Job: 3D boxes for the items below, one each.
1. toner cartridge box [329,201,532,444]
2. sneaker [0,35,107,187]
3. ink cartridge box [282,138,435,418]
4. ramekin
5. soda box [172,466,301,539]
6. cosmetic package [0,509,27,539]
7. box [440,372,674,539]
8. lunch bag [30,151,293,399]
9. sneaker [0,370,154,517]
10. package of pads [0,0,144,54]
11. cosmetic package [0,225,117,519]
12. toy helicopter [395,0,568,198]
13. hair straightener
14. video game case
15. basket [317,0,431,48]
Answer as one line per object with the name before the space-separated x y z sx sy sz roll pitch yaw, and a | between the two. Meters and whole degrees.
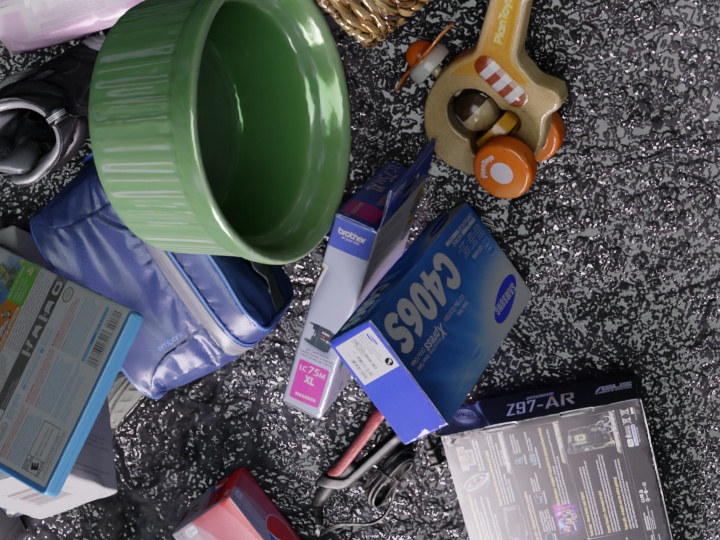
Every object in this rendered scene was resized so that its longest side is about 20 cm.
toner cartridge box | 0.057 0.034 1.158 0.043 0.200 0.095 -29 102 34
sneaker | -0.257 -0.106 1.174 0.200 0.114 0.076 -23 107 42
ink cartridge box | 0.000 0.000 1.179 0.042 0.119 0.200 25 120 9
ramekin | -0.097 -0.103 1.075 0.098 0.200 0.200 -1 107 30
soda box | -0.068 0.268 1.310 0.063 0.070 0.200 -35 99 14
cosmetic package | -0.368 0.168 1.301 0.085 0.108 0.200 -20 104 11
box | 0.164 0.190 1.254 0.160 0.044 0.200 -12 114 11
lunch bag | -0.147 -0.020 1.203 0.132 0.136 0.200 -32 99 14
sneaker | -0.241 0.119 1.297 0.086 0.078 0.200 43 100 6
package of pads | -0.171 -0.224 1.155 0.200 0.121 0.076 -16 101 11
cosmetic package | -0.258 0.078 1.207 0.081 0.113 0.200 -20 64 19
toy helicopter | 0.092 -0.159 1.143 0.132 0.079 0.200 23 130 15
hair straightener | 0.032 0.148 1.275 0.077 0.041 0.200 36 102 -4
video game case | -0.265 0.061 1.144 0.200 0.018 0.143 23 85 29
basket | 0.000 -0.280 1.105 0.149 0.143 0.200 -38 98 16
